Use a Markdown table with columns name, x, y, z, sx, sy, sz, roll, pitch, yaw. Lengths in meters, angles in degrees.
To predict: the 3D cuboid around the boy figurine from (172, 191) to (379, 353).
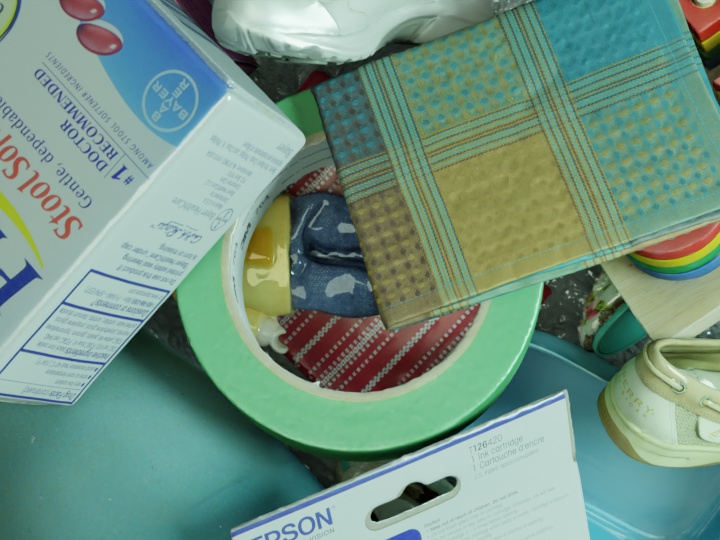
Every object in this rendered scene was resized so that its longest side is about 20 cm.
| name | x | y | z | sx | sy | sz | roll | pitch | yaw |
| --- | --- | --- | --- | --- | --- | --- | --- | --- | --- |
| boy figurine | -0.067 | -0.017 | 0.901 | 0.198 | 0.064 | 0.126 | 6 | 95 | 3 |

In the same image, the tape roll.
| name | x | y | z | sx | sy | sz | roll | pitch | yaw |
| --- | --- | --- | --- | --- | --- | --- | --- | --- | --- |
| tape roll | 0.000 | 0.000 | 0.835 | 0.198 | 0.048 | 0.203 | -1 | 78 | 4 |

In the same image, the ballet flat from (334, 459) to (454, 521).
| name | x | y | z | sx | sy | sz | roll | pitch | yaw |
| --- | --- | --- | --- | --- | --- | --- | --- | --- | --- |
| ballet flat | 0.064 | 0.175 | 0.909 | 0.199 | 0.062 | 0.068 | 35 | 100 | -3 |

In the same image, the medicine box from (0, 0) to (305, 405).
| name | x | y | z | sx | sy | sz | roll | pitch | yaw |
| --- | --- | --- | --- | --- | --- | --- | --- | --- | --- |
| medicine box | -0.165 | -0.065 | 0.793 | 0.200 | 0.103 | 0.182 | -47 | 71 | 7 |

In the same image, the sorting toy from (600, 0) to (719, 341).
| name | x | y | z | sx | sy | sz | roll | pitch | yaw |
| --- | --- | --- | --- | --- | --- | --- | --- | --- | --- |
| sorting toy | 0.188 | -0.097 | 0.837 | 0.199 | 0.070 | 0.200 | -35 | 64 | 8 |

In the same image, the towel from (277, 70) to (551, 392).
| name | x | y | z | sx | sy | sz | roll | pitch | yaw |
| --- | --- | --- | --- | --- | --- | --- | --- | --- | --- |
| towel | -0.003 | -0.005 | 0.936 | 0.200 | 0.022 | 0.145 | 43 | 99 | 2 |

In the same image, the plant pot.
| name | x | y | z | sx | sy | sz | roll | pitch | yaw |
| --- | --- | --- | --- | --- | --- | --- | --- | --- | --- |
| plant pot | -0.141 | 0.129 | 0.890 | 0.200 | 0.200 | 0.188 | -43 | 72 | 9 |

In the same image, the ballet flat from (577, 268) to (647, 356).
| name | x | y | z | sx | sy | sz | roll | pitch | yaw |
| --- | --- | --- | --- | --- | --- | --- | --- | --- | --- |
| ballet flat | 0.199 | -0.029 | 0.892 | 0.199 | 0.076 | 0.064 | -37 | 58 | 5 |

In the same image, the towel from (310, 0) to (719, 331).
| name | x | y | z | sx | sy | sz | roll | pitch | yaw |
| --- | --- | --- | --- | --- | --- | --- | --- | --- | --- |
| towel | 0.086 | -0.065 | 0.798 | 0.198 | 0.022 | 0.148 | -19 | 73 | 7 |

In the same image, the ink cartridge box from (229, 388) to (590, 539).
| name | x | y | z | sx | sy | sz | roll | pitch | yaw |
| --- | --- | --- | --- | --- | --- | --- | --- | --- | --- |
| ink cartridge box | 0.035 | 0.179 | 0.833 | 0.196 | 0.047 | 0.202 | -20 | 112 | -17 |

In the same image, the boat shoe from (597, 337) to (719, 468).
| name | x | y | z | sx | sy | sz | roll | pitch | yaw |
| --- | --- | --- | --- | --- | --- | --- | --- | --- | --- |
| boat shoe | 0.225 | 0.065 | 0.842 | 0.199 | 0.074 | 0.063 | 3 | 137 | -24 |

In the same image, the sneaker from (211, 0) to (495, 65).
| name | x | y | z | sx | sy | sz | roll | pitch | yaw |
| --- | --- | --- | --- | --- | --- | --- | --- | --- | --- |
| sneaker | -0.006 | -0.167 | 0.845 | 0.077 | 0.199 | 0.100 | 10 | 109 | 41 |

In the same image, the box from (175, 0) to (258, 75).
| name | x | y | z | sx | sy | sz | roll | pitch | yaw |
| --- | --- | --- | --- | --- | --- | --- | --- | --- | --- |
| box | -0.196 | -0.128 | 0.916 | 0.200 | 0.097 | 0.176 | -39 | 89 | 10 |

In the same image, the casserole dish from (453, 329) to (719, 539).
| name | x | y | z | sx | sy | sz | roll | pitch | yaw |
| --- | --- | --- | --- | --- | --- | --- | --- | --- | --- |
| casserole dish | 0.135 | 0.105 | 0.898 | 0.199 | 0.039 | 0.122 | 29 | 126 | 4 |
